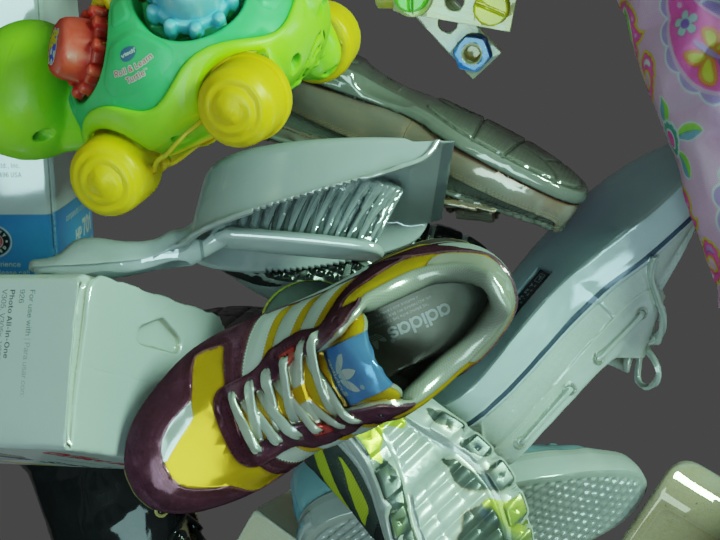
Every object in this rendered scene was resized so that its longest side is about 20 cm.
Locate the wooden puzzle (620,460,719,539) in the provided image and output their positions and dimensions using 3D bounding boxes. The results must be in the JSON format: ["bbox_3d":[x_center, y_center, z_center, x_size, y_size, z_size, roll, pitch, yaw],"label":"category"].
[{"bbox_3d":[0.202,0.230,0.963,0.185,0.046,0.201,31,101,-1],"label":"wooden puzzle"}]

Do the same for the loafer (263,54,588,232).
[{"bbox_3d":[0.021,-0.065,0.898,0.199,0.072,0.063,28,108,9],"label":"loafer"}]

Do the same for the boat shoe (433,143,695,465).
[{"bbox_3d":[0.128,0.026,0.893,0.202,0.075,0.086,-47,114,-9],"label":"boat shoe"}]

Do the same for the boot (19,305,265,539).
[{"bbox_3d":[-0.106,0.107,0.955,0.199,0.073,0.152,-11,101,14],"label":"boot"}]

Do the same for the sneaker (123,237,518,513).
[{"bbox_3d":[-0.022,0.047,0.764,0.199,0.090,0.075,-33,95,-1],"label":"sneaker"}]

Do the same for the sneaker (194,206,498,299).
[{"bbox_3d":[0.000,0.000,0.924,0.199,0.080,0.074,28,77,-15],"label":"sneaker"}]

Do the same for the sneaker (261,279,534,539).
[{"bbox_3d":[0.016,0.094,0.859,0.074,0.085,0.201,-32,87,-18],"label":"sneaker"}]

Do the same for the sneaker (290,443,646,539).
[{"bbox_3d":[0.057,0.109,0.937,0.199,0.082,0.074,-2,135,-15],"label":"sneaker"}]

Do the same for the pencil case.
[{"bbox_3d":[0.186,-0.083,0.836,0.087,0.087,0.201,-20,81,12],"label":"pencil case"}]

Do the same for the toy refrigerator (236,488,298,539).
[{"bbox_3d":[0.016,0.212,0.948,0.199,0.070,0.076,33,106,14],"label":"toy refrigerator"}]

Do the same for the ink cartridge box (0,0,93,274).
[{"bbox_3d":[-0.227,-0.092,0.914,0.145,0.086,0.201,1,103,7],"label":"ink cartridge box"}]

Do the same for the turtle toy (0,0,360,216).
[{"bbox_3d":[-0.099,-0.098,0.806,0.199,0.146,0.101,-24,102,24],"label":"turtle toy"}]

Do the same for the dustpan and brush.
[{"bbox_3d":[-0.058,-0.020,0.813,0.198,0.140,0.058,2,75,1],"label":"dustpan and brush"}]

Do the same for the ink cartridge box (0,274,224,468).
[{"bbox_3d":[-0.187,0.052,0.854,0.199,0.145,0.088,-2,80,23],"label":"ink cartridge box"}]

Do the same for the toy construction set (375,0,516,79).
[{"bbox_3d":[-0.002,-0.190,0.863,0.199,0.092,0.132,19,106,-9],"label":"toy construction set"}]
